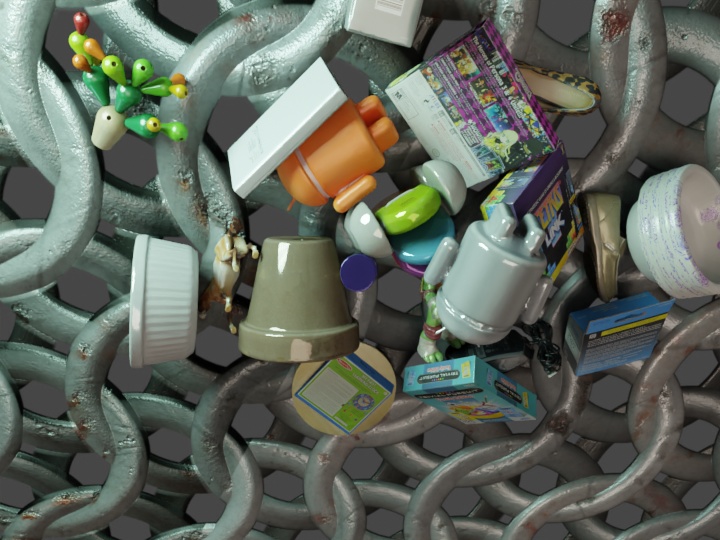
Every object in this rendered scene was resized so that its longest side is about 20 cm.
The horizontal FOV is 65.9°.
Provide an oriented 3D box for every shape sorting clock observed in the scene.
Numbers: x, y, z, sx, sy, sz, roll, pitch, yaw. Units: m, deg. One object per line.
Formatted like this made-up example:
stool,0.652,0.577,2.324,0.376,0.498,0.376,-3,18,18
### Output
shape sorting clock,-0.030,0.220,1.041,0.196,0.039,0.204,-1,113,-3

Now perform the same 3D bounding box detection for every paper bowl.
paper bowl,0.506,-0.057,0.886,0.198,0.104,0.205,8,76,-32

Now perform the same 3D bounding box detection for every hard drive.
hard drive,-0.110,-0.206,0.793,0.199,0.133,0.026,-40,128,14

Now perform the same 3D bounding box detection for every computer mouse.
computer mouse,0.251,0.155,0.992,0.196,0.139,0.054,-8,117,11

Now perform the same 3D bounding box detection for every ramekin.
ramekin,-0.304,0.049,0.865,0.092,0.203,0.206,3,115,-18

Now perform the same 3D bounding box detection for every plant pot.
plant pot,-0.098,0.037,0.886,0.196,0.200,0.179,0,98,-4

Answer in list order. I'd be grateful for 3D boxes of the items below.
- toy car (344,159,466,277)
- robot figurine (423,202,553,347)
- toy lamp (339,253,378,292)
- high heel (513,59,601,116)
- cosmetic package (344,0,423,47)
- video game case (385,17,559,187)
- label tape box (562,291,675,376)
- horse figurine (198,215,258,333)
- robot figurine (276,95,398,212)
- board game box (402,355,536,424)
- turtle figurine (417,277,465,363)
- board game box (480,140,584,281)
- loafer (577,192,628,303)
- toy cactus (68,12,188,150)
toy car,0.078,-0.062,0.826,0.173,0.200,0.152,-31,98,-3
robot figurine,0.172,0.015,0.742,0.167,0.113,0.203,23,116,0
toy lamp,0.000,0.000,0.859,0.057,0.200,0.060,0,90,1
high heel,0.233,-0.256,0.787,0.196,0.143,0.073,1,115,-4
cosmetic package,0.029,-0.349,0.702,0.088,0.201,0.109,10,111,-10
video game case,0.159,-0.226,0.805,0.180,0.036,0.201,-19,119,44
label tape box,0.438,0.097,0.960,0.141,0.064,0.201,-15,142,3
horse figurine,-0.215,0.003,0.899,0.049,0.132,0.203,7,108,-32
robot figurine,-0.043,-0.175,0.822,0.198,0.117,0.145,-31,115,9
board game box,0.194,0.217,0.980,0.150,0.048,0.199,-19,140,42
turtle figurine,0.166,0.064,0.920,0.196,0.145,0.197,10,125,12
board game box,0.270,-0.077,0.850,0.056,0.200,0.167,2,126,42
loafer,0.416,-0.038,0.935,0.067,0.076,0.203,-14,114,9
toy cactus,-0.340,-0.246,0.796,0.199,0.103,0.165,36,126,-20
